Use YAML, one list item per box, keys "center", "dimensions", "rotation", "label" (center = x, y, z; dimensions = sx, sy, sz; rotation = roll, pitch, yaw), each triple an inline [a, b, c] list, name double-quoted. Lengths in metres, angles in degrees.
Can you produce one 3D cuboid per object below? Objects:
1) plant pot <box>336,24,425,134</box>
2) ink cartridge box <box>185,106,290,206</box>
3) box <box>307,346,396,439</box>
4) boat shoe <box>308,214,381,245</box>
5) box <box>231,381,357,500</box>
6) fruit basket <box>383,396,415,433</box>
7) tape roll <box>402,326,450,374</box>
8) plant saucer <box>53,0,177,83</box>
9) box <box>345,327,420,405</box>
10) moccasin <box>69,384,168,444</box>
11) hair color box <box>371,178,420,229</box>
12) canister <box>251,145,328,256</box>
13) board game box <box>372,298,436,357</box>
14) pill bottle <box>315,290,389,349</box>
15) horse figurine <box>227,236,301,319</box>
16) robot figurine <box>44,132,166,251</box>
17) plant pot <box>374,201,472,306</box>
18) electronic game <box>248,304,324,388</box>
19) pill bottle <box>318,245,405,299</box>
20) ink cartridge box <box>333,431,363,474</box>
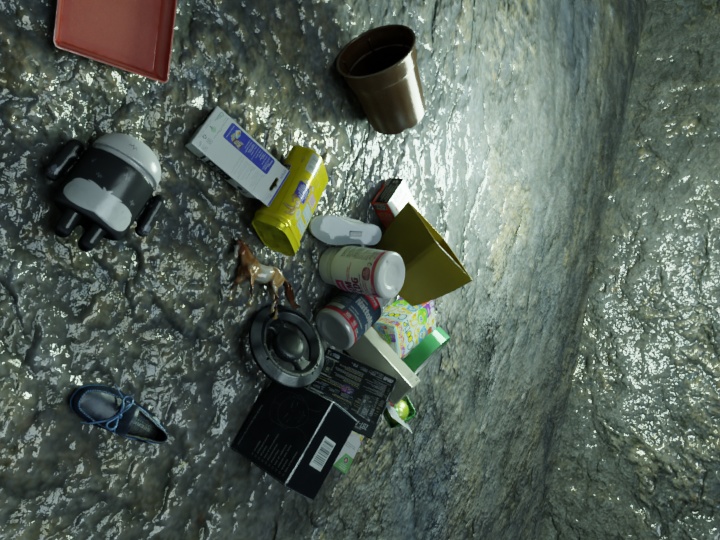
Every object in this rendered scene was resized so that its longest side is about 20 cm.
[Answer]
- center: [0.066, -0.459, 1.422]
  dimensions: [0.201, 0.199, 0.199]
  rotation: [-58, 143, -25]
  label: "plant pot"
- center: [-0.244, -0.224, 1.162]
  dimensions: [0.200, 0.039, 0.100]
  rotation: [41, 65, -27]
  label: "ink cartridge box"
- center: [-0.028, 0.308, 1.450]
  dimensions: [0.044, 0.199, 0.161]
  rotation: [89, 25, -69]
  label: "box"
- center: [-0.046, -0.099, 1.446]
  dimensions: [0.199, 0.065, 0.074]
  rotation: [11, 96, -30]
  label: "boat shoe"
- center: [-0.150, 0.370, 1.301]
  dimensions: [0.201, 0.196, 0.124]
  rotation: [-58, 138, -18]
  label: "box"
- center: [0.073, 0.358, 1.602]
  dimensions: [0.093, 0.186, 0.200]
  rotation: [-36, 147, 9]
  label: "fruit basket"
- center: [0.183, 0.255, 1.718]
  dimensions: [0.200, 0.048, 0.201]
  rotation: [-42, 164, -15]
  label: "tape roll"
- center: [-0.408, -0.440, 0.961]
  dimensions: [0.199, 0.037, 0.202]
  rotation: [4, 94, -51]
  label: "plant saucer"
- center: [0.059, 0.252, 1.531]
  dimensions: [0.082, 0.200, 0.068]
  rotation: [-48, 165, 25]
  label: "box"
- center: [-0.429, 0.263, 1.053]
  dimensions: [0.200, 0.068, 0.081]
  rotation: [41, 66, -46]
  label: "moccasin"
- center: [0.114, -0.155, 1.631]
  dimensions: [0.102, 0.061, 0.201]
  rotation: [-56, 136, -27]
  label: "hair color box"
- center: [-0.149, -0.154, 1.268]
  dimensions: [0.149, 0.086, 0.201]
  rotation: [75, 36, -65]
  label: "canister"
- center: [0.121, 0.160, 1.670]
  dimensions: [0.199, 0.102, 0.106]
  rotation: [-30, 120, -43]
  label: "board game box"
- center: [-0.011, 0.100, 1.487]
  dimensions: [0.200, 0.119, 0.120]
  rotation: [-41, 127, -38]
  label: "pill bottle"
- center: [-0.216, 0.026, 1.267]
  dimensions: [0.199, 0.050, 0.134]
  rotation: [27, 57, -41]
  label: "horse figurine"
- center: [-0.417, -0.130, 0.947]
  dimensions: [0.201, 0.124, 0.150]
  rotation: [-64, 155, -19]
  label: "robot figurine"
- center: [0.149, -0.026, 1.554]
  dimensions: [0.176, 0.201, 0.200]
  rotation: [-39, 131, 12]
  label: "plant pot"
- center: [-0.165, 0.171, 1.308]
  dimensions: [0.199, 0.042, 0.201]
  rotation: [27, 45, -30]
  label: "electronic game"
- center: [0.000, 0.000, 1.414]
  dimensions: [0.113, 0.199, 0.114]
  rotation: [-13, 107, -48]
  label: "pill bottle"
- center: [-0.056, 0.410, 1.521]
  dimensions: [0.145, 0.084, 0.201]
  rotation: [51, 59, -43]
  label: "ink cartridge box"
